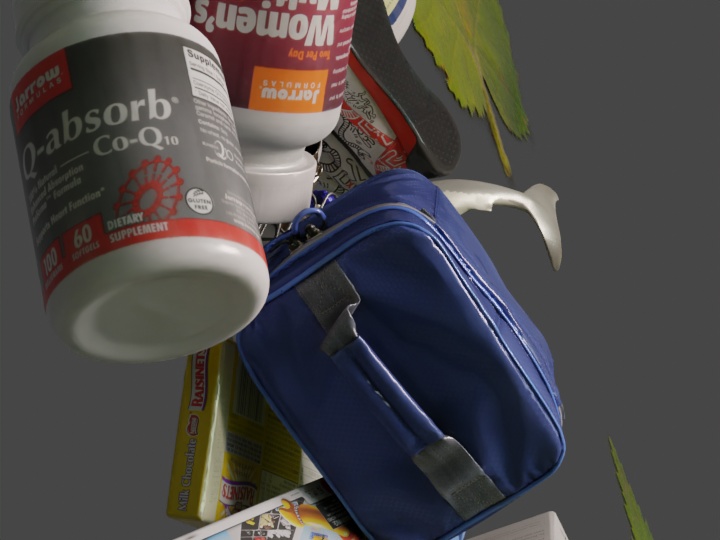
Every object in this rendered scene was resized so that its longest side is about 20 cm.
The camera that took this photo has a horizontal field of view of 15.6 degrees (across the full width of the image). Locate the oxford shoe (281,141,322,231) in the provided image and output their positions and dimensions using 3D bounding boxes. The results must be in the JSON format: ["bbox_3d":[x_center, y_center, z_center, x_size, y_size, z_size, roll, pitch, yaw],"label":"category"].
[{"bbox_3d":[-0.055,-0.055,1.704,0.200,0.084,0.073,49,20,-64],"label":"oxford shoe"}]

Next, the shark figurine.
[{"bbox_3d":[0.030,-0.034,1.760,0.128,0.214,0.090,67,-6,-33],"label":"shark figurine"}]

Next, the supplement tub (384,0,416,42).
[{"bbox_3d":[-0.060,-0.235,1.820,0.145,0.145,0.200,-96,161,-47],"label":"supplement tub"}]

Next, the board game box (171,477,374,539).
[{"bbox_3d":[-0.034,0.183,1.365,0.126,0.035,0.200,54,24,9],"label":"board game box"}]

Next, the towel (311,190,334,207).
[{"bbox_3d":[0.019,0.033,1.952,0.200,0.049,0.148,44,27,-62],"label":"towel"}]

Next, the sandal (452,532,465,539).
[{"bbox_3d":[0.006,0.186,1.561,0.200,0.079,0.087,-36,134,-58],"label":"sandal"}]

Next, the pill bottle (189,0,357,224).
[{"bbox_3d":[-0.059,-0.134,1.471,0.110,0.109,0.200,-60,160,-74],"label":"pill bottle"}]

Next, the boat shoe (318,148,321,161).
[{"bbox_3d":[-0.069,-0.118,1.731,0.074,0.065,0.200,34,-38,29],"label":"boat shoe"}]

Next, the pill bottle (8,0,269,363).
[{"bbox_3d":[-0.121,-0.062,1.367,0.116,0.116,0.200,47,25,-59],"label":"pill bottle"}]

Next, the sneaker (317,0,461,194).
[{"bbox_3d":[-0.023,-0.134,1.771,0.201,0.108,0.067,56,39,-28],"label":"sneaker"}]

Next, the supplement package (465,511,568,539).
[{"bbox_3d":[0.097,0.275,1.740,0.200,0.121,0.120,-83,150,-63],"label":"supplement package"}]

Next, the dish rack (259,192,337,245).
[{"bbox_3d":[0.000,0.000,1.601,0.153,0.200,0.055,44,58,-45],"label":"dish rack"}]

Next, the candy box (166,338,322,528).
[{"bbox_3d":[-0.058,0.105,1.498,0.200,0.026,0.102,37,60,-68],"label":"candy box"}]

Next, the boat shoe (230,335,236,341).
[{"bbox_3d":[-0.019,0.099,1.651,0.202,0.065,0.074,61,14,-19],"label":"boat shoe"}]

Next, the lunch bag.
[{"bbox_3d":[0.020,0.045,1.446,0.200,0.136,0.132,53,9,-16],"label":"lunch bag"}]
